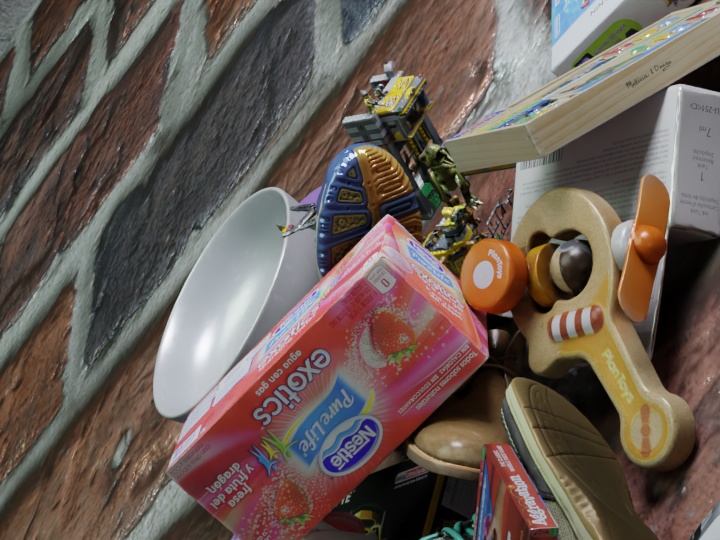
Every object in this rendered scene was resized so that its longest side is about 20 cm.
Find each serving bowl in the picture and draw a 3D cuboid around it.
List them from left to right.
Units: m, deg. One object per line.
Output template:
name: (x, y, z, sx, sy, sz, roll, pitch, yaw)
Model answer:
serving bowl: (-0.086, 0.038, 1.712, 0.200, 0.066, 0.200, -48, 25, 31)

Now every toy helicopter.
toy helicopter: (0.154, 0.030, 1.316, 0.132, 0.079, 0.200, -47, 51, 29)

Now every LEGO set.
LEGO set: (0.044, -0.075, 1.562, 0.153, 0.116, 0.200, 0, 41, 44)

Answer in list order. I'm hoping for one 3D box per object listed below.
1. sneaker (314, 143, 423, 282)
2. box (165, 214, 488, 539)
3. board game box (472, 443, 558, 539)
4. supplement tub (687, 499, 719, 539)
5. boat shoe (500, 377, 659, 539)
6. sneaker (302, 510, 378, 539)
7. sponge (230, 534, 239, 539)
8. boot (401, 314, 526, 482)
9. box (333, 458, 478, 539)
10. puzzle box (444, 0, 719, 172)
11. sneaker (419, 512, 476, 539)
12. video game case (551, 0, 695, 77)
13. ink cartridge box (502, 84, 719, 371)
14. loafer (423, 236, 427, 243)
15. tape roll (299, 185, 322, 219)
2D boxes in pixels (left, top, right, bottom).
sneaker: (0.000, 0.000, 1.460, 0.088, 0.075, 0.201, -126, 25, -58)
box: (-0.019, 0.075, 1.374, 0.200, 0.095, 0.103, -45, 10, 14)
board game box: (0.081, 0.212, 1.243, 0.103, 0.019, 0.201, -121, 33, -65)
supplement tub: (0.185, 0.187, 1.025, 0.200, 0.122, 0.123, -56, 22, 16)
boat shoe: (0.120, 0.145, 1.240, 0.065, 0.073, 0.200, -52, 40, 24)
sneaker: (-0.025, 0.212, 1.402, 0.105, 0.075, 0.200, -66, 18, 2)
sponge: (-0.073, 0.224, 1.685, 0.200, 0.030, 0.112, -56, 22, 15)
boot: (0.073, 0.076, 1.377, 0.200, 0.073, 0.076, -63, -12, -72)
box: (0.006, 0.217, 1.493, 0.200, 0.049, 0.160, -28, 41, 55)
puzzle box: (0.163, -0.124, 1.417, 0.200, 0.025, 0.133, -30, 8, -19)
sneaker: (0.076, 0.180, 1.320, 0.200, 0.091, 0.078, -57, 24, 11)
video game case: (0.211, -0.254, 1.598, 0.181, 0.045, 0.200, -44, 28, 36)
ink cartridge box: (0.162, -0.020, 1.430, 0.200, 0.045, 0.177, -10, 72, 64)
loafer: (0.058, 0.045, 1.562, 0.070, 0.070, 0.200, -42, 36, 30)
tape roll: (-0.037, 0.030, 1.788, 0.200, 0.065, 0.201, -47, 27, 33)
